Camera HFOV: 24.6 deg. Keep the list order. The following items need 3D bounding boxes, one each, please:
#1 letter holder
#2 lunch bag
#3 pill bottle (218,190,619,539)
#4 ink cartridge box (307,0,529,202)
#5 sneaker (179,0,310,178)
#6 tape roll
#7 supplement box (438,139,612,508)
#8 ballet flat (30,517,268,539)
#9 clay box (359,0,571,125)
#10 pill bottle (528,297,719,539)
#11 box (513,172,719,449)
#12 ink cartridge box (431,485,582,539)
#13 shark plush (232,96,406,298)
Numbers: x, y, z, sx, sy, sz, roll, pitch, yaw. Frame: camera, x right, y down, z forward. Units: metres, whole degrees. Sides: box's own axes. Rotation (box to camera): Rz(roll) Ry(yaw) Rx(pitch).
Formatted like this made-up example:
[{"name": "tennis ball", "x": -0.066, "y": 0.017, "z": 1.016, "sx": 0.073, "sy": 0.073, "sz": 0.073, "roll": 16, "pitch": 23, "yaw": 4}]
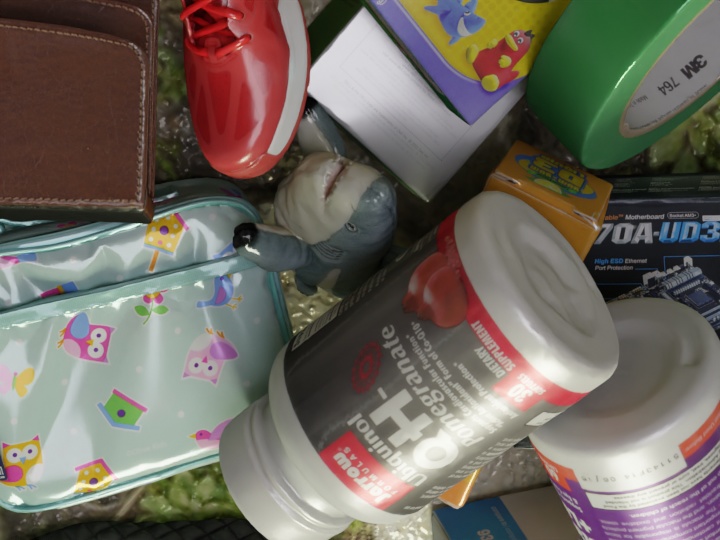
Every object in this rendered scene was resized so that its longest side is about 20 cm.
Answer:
[{"name": "letter holder", "x": -0.200, "y": -0.099, "z": 0.808, "sx": 0.198, "sy": 0.101, "sz": 0.144, "roll": 2, "pitch": 88, "yaw": -5}, {"name": "lunch bag", "x": -0.139, "y": 0.036, "z": 0.910, "sx": 0.198, "sy": 0.077, "sz": 0.162, "roll": -15, "pitch": 112, "yaw": -10}, {"name": "pill bottle", "x": 0.023, "y": 0.059, "z": 0.841, "sx": 0.200, "sy": 0.111, "sz": 0.111, "roll": -38, "pitch": 115, "yaw": 25}, {"name": "ink cartridge box", "x": 0.060, "y": -0.149, "z": 0.907, "sx": 0.104, "sy": 0.059, "sz": 0.200, "roll": 40, "pitch": 95, "yaw": -22}, {"name": "sneaker", "x": -0.085, "y": -0.150, "z": 0.820, "sx": 0.115, "sy": 0.078, "sz": 0.202, "roll": 5, "pitch": 81, "yaw": -57}, {"name": "tape roll", "x": 0.176, "y": -0.140, "z": 0.872, "sx": 0.200, "sy": 0.200, "sz": 0.048, "roll": -43, "pitch": 75, "yaw": 3}, {"name": "supplement box", "x": 0.072, "y": 0.031, "z": 0.930, "sx": 0.066, "sy": 0.069, "sz": 0.201, "roll": 27, "pitch": 120, "yaw": 7}, {"name": "ballet flat", "x": -0.133, "y": 0.183, "z": 0.971, "sx": 0.198, "sy": 0.057, "sz": 0.067, "roll": -8, "pitch": 109, "yaw": -11}, {"name": "clay box", "x": 0.091, "y": -0.185, "z": 0.845, "sx": 0.200, "sy": 0.048, "sz": 0.115, "roll": -42, "pitch": 114, "yaw": 2}, {"name": "pill bottle", "x": 0.170, "y": 0.122, "z": 0.902, "sx": 0.111, "sy": 0.112, "sz": 0.201, "roll": -31, "pitch": 124, "yaw": -2}, {"name": "box", "x": 0.178, "y": 0.025, "z": 0.954, "sx": 0.198, "sy": 0.046, "sz": 0.160, "roll": -1, "pitch": 112, "yaw": 19}, {"name": "ink cartridge box", "x": 0.154, "y": 0.212, "z": 1.038, "sx": 0.198, "sy": 0.084, "sz": 0.146, "roll": -10, "pitch": 110, "yaw": -11}, {"name": "shark plush", "x": 0.000, "y": 0.000, "z": 0.896, "sx": 0.091, "sy": 0.083, "sz": 0.201, "roll": -60, "pitch": 153, "yaw": -29}]
